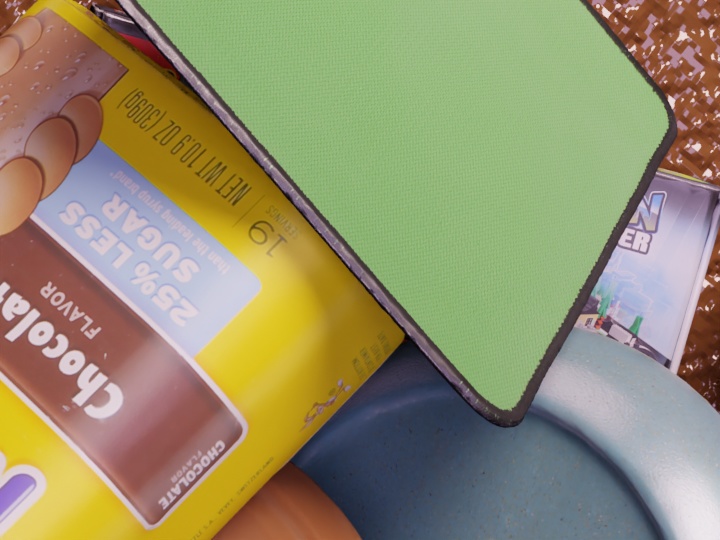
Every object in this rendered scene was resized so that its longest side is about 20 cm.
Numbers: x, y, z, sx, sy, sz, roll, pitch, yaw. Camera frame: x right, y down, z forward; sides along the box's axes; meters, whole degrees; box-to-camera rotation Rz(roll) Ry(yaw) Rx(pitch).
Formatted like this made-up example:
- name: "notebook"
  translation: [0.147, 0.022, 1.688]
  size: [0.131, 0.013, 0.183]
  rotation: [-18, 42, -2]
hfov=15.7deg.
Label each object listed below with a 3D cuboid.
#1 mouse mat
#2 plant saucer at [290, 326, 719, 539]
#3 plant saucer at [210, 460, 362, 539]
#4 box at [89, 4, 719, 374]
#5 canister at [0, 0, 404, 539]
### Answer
- name: "mouse mat"
  translation: [0.015, -0.061, 0.710]
  size: [0.008, 0.200, 0.161]
  rotation: [-36, 100, 31]
- name: "plant saucer"
  translation: [0.027, 0.111, 0.710]
  size: [0.027, 0.199, 0.201]
  rotation: [18, 98, -54]
- name: "plant saucer"
  translation: [-0.056, 0.145, 0.723]
  size: [0.037, 0.199, 0.202]
  rotation: [1, 99, -41]
- name: "box"
  translation: [0.000, 0.000, 0.787]
  size: [0.198, 0.035, 0.111]
  rotation: [15, 96, -10]
- name: "canister"
  translation: [-0.104, 0.039, 0.679]
  size: [0.200, 0.087, 0.148]
  rotation: [-45, 59, -11]
